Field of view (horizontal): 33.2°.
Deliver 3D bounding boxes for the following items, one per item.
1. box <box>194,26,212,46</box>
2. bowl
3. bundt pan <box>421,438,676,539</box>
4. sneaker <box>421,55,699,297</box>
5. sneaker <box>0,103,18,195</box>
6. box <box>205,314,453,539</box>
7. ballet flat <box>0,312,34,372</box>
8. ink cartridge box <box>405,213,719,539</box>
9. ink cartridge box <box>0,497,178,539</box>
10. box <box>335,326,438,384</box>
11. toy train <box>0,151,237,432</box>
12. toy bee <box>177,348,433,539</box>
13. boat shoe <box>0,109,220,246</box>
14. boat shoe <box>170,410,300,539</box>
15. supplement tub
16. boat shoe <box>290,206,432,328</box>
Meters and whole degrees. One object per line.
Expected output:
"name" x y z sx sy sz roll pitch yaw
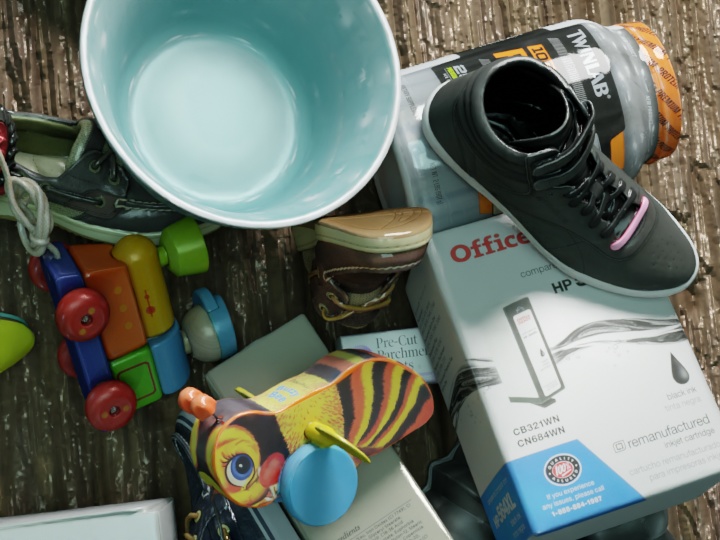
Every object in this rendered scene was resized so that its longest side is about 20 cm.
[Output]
"box" -0.136 -0.276 0.847 0.192 0.048 0.201 36 83 -1
"bowl" -0.083 -0.112 0.764 0.197 0.105 0.205 5 76 -19
"bundt pan" 0.130 0.198 0.824 0.198 0.076 0.206 1 85 -8
"sneaker" 0.127 -0.051 0.709 0.199 0.099 0.071 36 81 -4
"sneaker" -0.299 -0.053 0.760 0.199 0.079 0.096 -40 81 23
"box" -0.016 0.136 0.779 0.081 0.069 0.201 -29 66 -11
"ballet flat" -0.306 0.066 0.766 0.197 0.067 0.068 2 52 -25
"ink cartridge box" 0.129 0.062 0.776 0.144 0.085 0.203 -16 68 -12
"ink cartridge box" -0.181 0.255 0.771 0.143 0.084 0.204 -6 86 -1
"box" 0.082 0.056 0.847 0.196 0.039 0.042 -5 83 -7
"toy train" -0.149 -0.005 0.769 0.114 0.085 0.203 -22 124 -20
"toy bee" -0.048 0.099 0.688 0.200 0.130 0.110 -50 122 -40
"boat shoe" -0.183 -0.067 0.803 0.197 0.067 0.073 8 49 -4
"boat shoe" -0.090 0.174 0.757 0.090 0.071 0.201 -28 54 -17
"supplement tub" 0.108 -0.096 0.822 0.197 0.123 0.124 -18 87 -8
"boat shoe" 0.000 0.000 0.763 0.071 0.200 0.073 -7 93 -17
